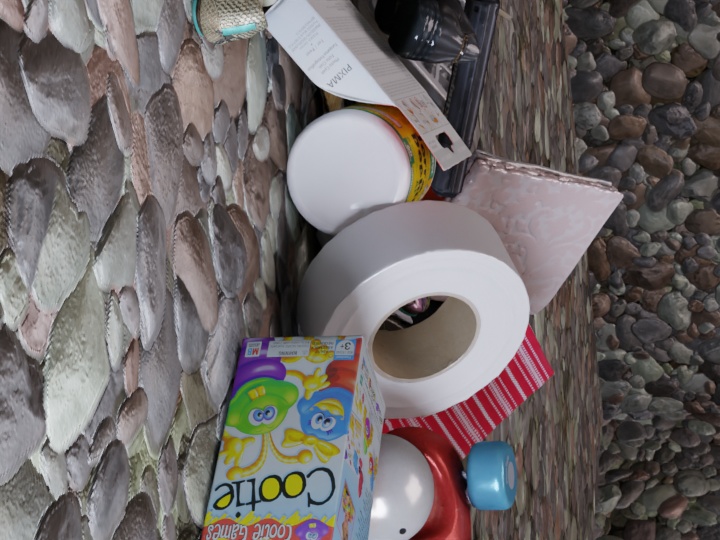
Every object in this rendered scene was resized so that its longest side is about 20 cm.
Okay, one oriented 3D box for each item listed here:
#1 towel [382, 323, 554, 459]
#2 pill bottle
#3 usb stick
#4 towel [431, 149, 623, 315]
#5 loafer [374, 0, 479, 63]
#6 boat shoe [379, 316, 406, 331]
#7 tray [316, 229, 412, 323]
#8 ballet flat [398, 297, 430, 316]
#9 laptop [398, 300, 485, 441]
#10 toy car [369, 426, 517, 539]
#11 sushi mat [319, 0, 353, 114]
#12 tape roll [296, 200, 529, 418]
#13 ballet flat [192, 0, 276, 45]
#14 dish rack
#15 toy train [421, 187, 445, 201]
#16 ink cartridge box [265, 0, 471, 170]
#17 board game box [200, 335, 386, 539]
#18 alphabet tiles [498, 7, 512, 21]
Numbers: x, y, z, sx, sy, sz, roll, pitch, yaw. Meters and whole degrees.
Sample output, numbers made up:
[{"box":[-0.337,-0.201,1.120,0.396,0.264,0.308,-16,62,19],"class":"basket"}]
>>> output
[{"box":[0.099,0.127,1.594,0.200,0.022,0.145,-42,137,-10],"class":"towel"},{"box":[0.009,-0.099,1.509,0.200,0.111,0.114,-36,123,-74],"class":"pill bottle"},{"box":[0.100,-0.169,1.569,0.056,0.032,0.202,-101,-159,-74],"class":"usb stick"},{"box":[0.155,-0.035,1.742,0.192,0.198,0.032,-58,-143,32],"class":"towel"},{"box":[0.061,-0.243,1.544,0.201,0.072,0.073,-100,-147,-57],"class":"loafer"},{"box":[0.035,0.097,1.602,0.199,0.068,0.073,22,53,-36],"class":"boat shoe"},{"box":[0.000,0.000,1.592,0.108,0.022,0.200,64,9,13],"class":"tray"},{"box":[0.048,-0.031,1.650,0.069,0.071,0.200,37,18,-22],"class":"ballet flat"},{"box":[0.083,0.117,1.780,0.116,0.199,0.187,-54,-171,15],"class":"laptop"},{"box":[0.023,0.212,1.402,0.200,0.182,0.179,38,52,-65],"class":"toy car"},{"box":[-0.022,-0.233,1.607,0.201,0.012,0.096,-76,160,-49],"class":"sushi mat"},{"box":[0.047,0.038,1.449,0.071,0.201,0.204,-115,-173,-45],"class":"tape roll"},{"box":[-0.075,-0.250,1.257,0.068,0.074,0.201,72,21,-48],"class":"ballet flat"},{"box":[0.054,-0.259,1.696,0.172,0.043,0.201,45,35,-24],"class":"dish rack"},{"box":[0.099,-0.026,1.806,0.056,0.149,0.201,-56,136,-25],"class":"toy train"},{"box":[0.010,-0.161,1.438,0.201,0.047,0.160,51,15,1],"class":"ink cartridge box"},{"box":[-0.049,0.162,1.257,0.105,0.102,0.201,73,20,-49],"class":"board game box"},{"box":[0.071,-0.311,1.634,0.008,0.167,0.199,-52,143,12],"class":"alphabet tiles"}]
